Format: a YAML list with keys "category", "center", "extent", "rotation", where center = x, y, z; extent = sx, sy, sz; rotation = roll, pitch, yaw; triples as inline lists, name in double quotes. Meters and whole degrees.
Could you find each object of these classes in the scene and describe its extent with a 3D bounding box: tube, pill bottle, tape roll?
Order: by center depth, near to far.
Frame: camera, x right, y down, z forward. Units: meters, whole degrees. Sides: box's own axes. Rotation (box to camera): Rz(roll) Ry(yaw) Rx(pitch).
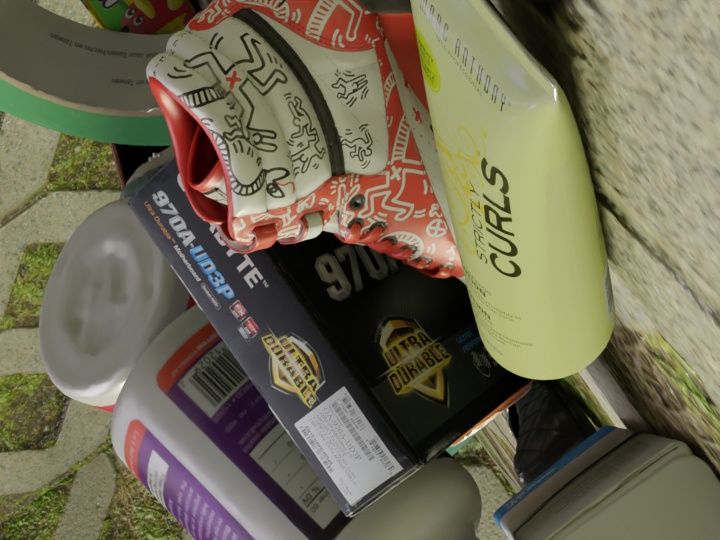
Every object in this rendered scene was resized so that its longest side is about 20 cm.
- category: "tube"
  center: [0.047, -0.028, 0.512]
  extent: [0.058, 0.052, 0.200]
  rotation: [12, 156, 17]
- category: "tape roll"
  center: [-0.117, -0.132, 0.739]
  extent: [0.201, 0.199, 0.049]
  rotation: [57, -145, -51]
- category: "pill bottle"
  center: [-0.015, 0.108, 0.766]
  extent: [0.200, 0.111, 0.112]
  rotation: [42, 173, 25]
- category: "pill bottle"
  center: [-0.069, 0.043, 0.916]
  extent: [0.199, 0.111, 0.111]
  rotation: [25, -160, -43]

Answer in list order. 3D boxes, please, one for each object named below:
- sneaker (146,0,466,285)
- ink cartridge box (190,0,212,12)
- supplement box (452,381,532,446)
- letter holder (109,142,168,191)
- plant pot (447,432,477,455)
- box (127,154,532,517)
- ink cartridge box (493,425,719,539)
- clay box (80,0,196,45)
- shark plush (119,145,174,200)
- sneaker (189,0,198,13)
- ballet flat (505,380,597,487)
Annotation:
- category: "sneaker"
  center: [-0.003, -0.031, 0.648]
  extent: [0.067, 0.108, 0.202]
  rotation: [30, 157, 55]
- category: "ink cartridge box"
  center: [-0.070, -0.167, 0.847]
  extent: [0.104, 0.059, 0.200]
  rotation: [54, 178, 45]
- category: "supplement box"
  center: [0.000, 0.000, 0.849]
  extent: [0.200, 0.069, 0.067]
  rotation: [38, -148, -19]
- category: "letter holder"
  center: [-0.113, -0.132, 1.126]
  extent: [0.200, 0.100, 0.143]
  rotation: [-71, -34, -81]
- category: "plant pot"
  center: [0.018, 0.037, 1.219]
  extent: [0.200, 0.141, 0.141]
  rotation: [46, 175, 23]
- category: "box"
  center: [0.006, 0.004, 0.739]
  extent: [0.160, 0.046, 0.200]
  rotation: [55, -152, 6]
- category: "ink cartridge box"
  center: [0.141, 0.155, 0.767]
  extent: [0.146, 0.083, 0.200]
  rotation: [55, 178, 3]
- category: "clay box"
  center: [-0.143, -0.181, 0.823]
  extent: [0.115, 0.047, 0.200]
  rotation: [52, 177, 38]
- category: "shark plush"
  center: [-0.031, -0.032, 0.923]
  extent: [0.199, 0.083, 0.091]
  rotation: [24, 128, 15]
- category: "sneaker"
  center: [-0.132, -0.166, 1.006]
  extent: [0.115, 0.078, 0.202]
  rotation: [-8, 95, 42]
- category: "ballet flat"
  center: [0.110, 0.102, 1.060]
  extent: [0.067, 0.057, 0.200]
  rotation: [56, 178, 1]
